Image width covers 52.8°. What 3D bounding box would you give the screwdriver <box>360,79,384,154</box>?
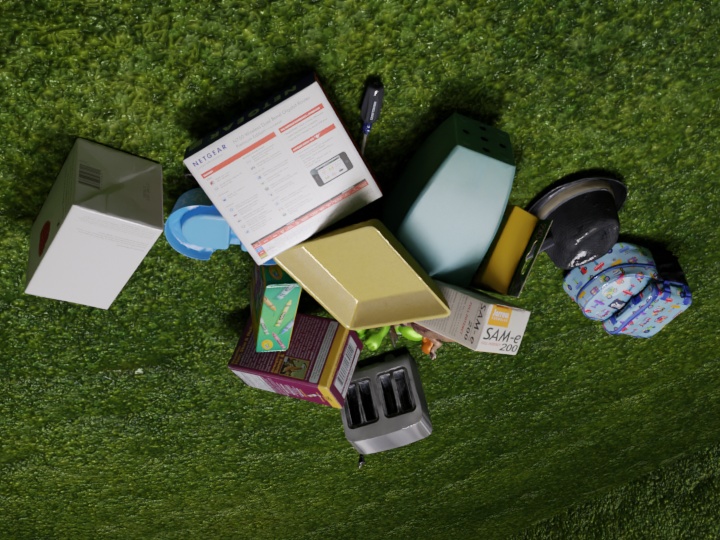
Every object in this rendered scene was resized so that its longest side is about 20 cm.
[{"bbox_3d":[0.003,-0.180,1.013,0.029,0.028,0.201,-28,152,-33],"label":"screwdriver"}]

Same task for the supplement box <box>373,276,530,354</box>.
[{"bbox_3d":[0.137,0.056,1.098,0.126,0.199,0.074,12,99,-49],"label":"supplement box"}]

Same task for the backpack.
[{"bbox_3d":[0.505,0.036,1.401,0.199,0.135,0.183,12,138,-27],"label":"backpack"}]

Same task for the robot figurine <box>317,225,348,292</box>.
[{"bbox_3d":[0.001,0.001,1.187,0.199,0.126,0.150,18,175,-37],"label":"robot figurine"}]

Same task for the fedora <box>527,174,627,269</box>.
[{"bbox_3d":[0.373,-0.069,1.239,0.199,0.092,0.201,-9,145,-6],"label":"fedora"}]

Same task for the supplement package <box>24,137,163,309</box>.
[{"bbox_3d":[-0.365,-0.057,0.989,0.119,0.122,0.200,15,136,-34],"label":"supplement package"}]

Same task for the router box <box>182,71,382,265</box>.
[{"bbox_3d":[-0.098,-0.130,0.954,0.199,0.049,0.180,-28,119,8],"label":"router box"}]

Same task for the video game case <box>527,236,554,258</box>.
[{"bbox_3d":[0.226,0.005,1.262,0.142,0.019,0.200,-24,174,-30],"label":"video game case"}]

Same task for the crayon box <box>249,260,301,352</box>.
[{"bbox_3d":[-0.143,0.033,1.194,0.058,0.119,0.201,-2,145,-15],"label":"crayon box"}]

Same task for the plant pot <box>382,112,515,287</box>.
[{"bbox_3d":[0.134,-0.109,1.043,0.140,0.142,0.201,19,130,-12],"label":"plant pot"}]

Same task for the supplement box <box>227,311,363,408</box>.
[{"bbox_3d":[-0.114,0.153,1.297,0.199,0.132,0.103,10,153,22],"label":"supplement box"}]

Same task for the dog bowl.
[{"bbox_3d":[-0.180,-0.067,1.055,0.198,0.050,0.112,5,138,-10],"label":"dog bowl"}]

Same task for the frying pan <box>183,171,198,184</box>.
[{"bbox_3d":[-0.153,-0.114,1.065,0.114,0.031,0.190,-28,146,19],"label":"frying pan"}]

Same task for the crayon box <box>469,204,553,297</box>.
[{"bbox_3d":[0.201,-0.034,1.114,0.051,0.126,0.200,26,177,-17],"label":"crayon box"}]

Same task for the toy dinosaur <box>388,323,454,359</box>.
[{"bbox_3d":[0.120,0.090,1.230,0.135,0.087,0.199,20,155,-38],"label":"toy dinosaur"}]

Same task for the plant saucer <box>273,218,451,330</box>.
[{"bbox_3d":[0.005,0.002,1.033,0.199,0.049,0.200,-12,135,39],"label":"plant saucer"}]

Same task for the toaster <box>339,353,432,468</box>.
[{"bbox_3d":[0.049,0.294,1.564,0.180,0.201,0.119,-18,150,9],"label":"toaster"}]

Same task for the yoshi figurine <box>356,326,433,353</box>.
[{"bbox_3d":[0.045,0.097,1.352,0.199,0.113,0.112,16,175,-3],"label":"yoshi figurine"}]
